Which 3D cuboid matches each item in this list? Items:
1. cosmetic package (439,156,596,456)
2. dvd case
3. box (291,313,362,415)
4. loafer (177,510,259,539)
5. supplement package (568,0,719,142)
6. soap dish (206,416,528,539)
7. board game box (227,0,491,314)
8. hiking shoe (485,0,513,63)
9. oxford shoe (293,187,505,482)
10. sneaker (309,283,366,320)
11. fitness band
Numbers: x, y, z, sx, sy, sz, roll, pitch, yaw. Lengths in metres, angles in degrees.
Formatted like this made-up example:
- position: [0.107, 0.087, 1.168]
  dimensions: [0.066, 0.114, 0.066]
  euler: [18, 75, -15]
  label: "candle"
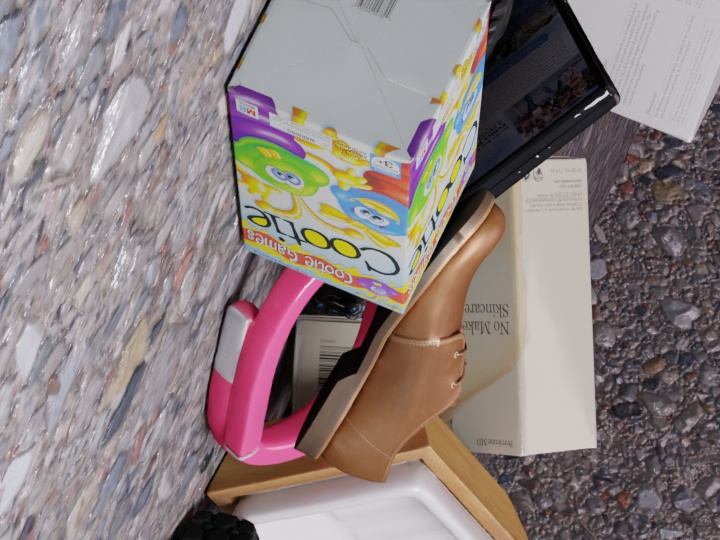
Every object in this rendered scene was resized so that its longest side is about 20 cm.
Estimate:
- position: [0.100, 0.024, 1.749]
  dimensions: [0.073, 0.103, 0.200]
  euler: [-2, 90, -38]
  label: "cosmetic package"
- position: [0.082, -0.107, 1.590]
  dimensions: [0.143, 0.018, 0.200]
  euler: [-37, -154, 11]
  label: "dvd case"
- position: [0.017, 0.070, 1.796]
  dimensions: [0.200, 0.068, 0.082]
  euler: [5, 88, -71]
  label: "box"
- position: [-0.108, 0.221, 1.553]
  dimensions: [0.201, 0.068, 0.070]
  euler: [-59, 159, -62]
  label: "loafer"
- position: [0.182, -0.232, 1.785]
  dimensions: [0.147, 0.200, 0.191]
  euler: [-56, 166, -57]
  label: "supplement package"
- position: [0.012, 0.159, 1.699]
  dimensions: [0.200, 0.157, 0.081]
  euler: [50, 33, -51]
  label: "soap dish"
- position: [-0.001, -0.074, 1.363]
  dimensions: [0.200, 0.105, 0.103]
  euler: [89, 25, -67]
  label: "board game box"
- position: [0.072, -0.185, 1.636]
  dimensions: [0.101, 0.076, 0.200]
  euler: [64, 48, -74]
  label: "hiking shoe"
- position: [0.039, 0.040, 1.496]
  dimensions: [0.200, 0.071, 0.071]
  euler: [-59, -176, 25]
  label: "oxford shoe"
- position: [0.000, 0.000, 1.664]
  dimensions: [0.082, 0.073, 0.200]
  euler: [-65, 170, 14]
  label: "sneaker"
- position: [-0.024, 0.042, 1.539]
  dimensions: [0.144, 0.037, 0.200]
  euler: [-26, 147, -35]
  label: "fitness band"
